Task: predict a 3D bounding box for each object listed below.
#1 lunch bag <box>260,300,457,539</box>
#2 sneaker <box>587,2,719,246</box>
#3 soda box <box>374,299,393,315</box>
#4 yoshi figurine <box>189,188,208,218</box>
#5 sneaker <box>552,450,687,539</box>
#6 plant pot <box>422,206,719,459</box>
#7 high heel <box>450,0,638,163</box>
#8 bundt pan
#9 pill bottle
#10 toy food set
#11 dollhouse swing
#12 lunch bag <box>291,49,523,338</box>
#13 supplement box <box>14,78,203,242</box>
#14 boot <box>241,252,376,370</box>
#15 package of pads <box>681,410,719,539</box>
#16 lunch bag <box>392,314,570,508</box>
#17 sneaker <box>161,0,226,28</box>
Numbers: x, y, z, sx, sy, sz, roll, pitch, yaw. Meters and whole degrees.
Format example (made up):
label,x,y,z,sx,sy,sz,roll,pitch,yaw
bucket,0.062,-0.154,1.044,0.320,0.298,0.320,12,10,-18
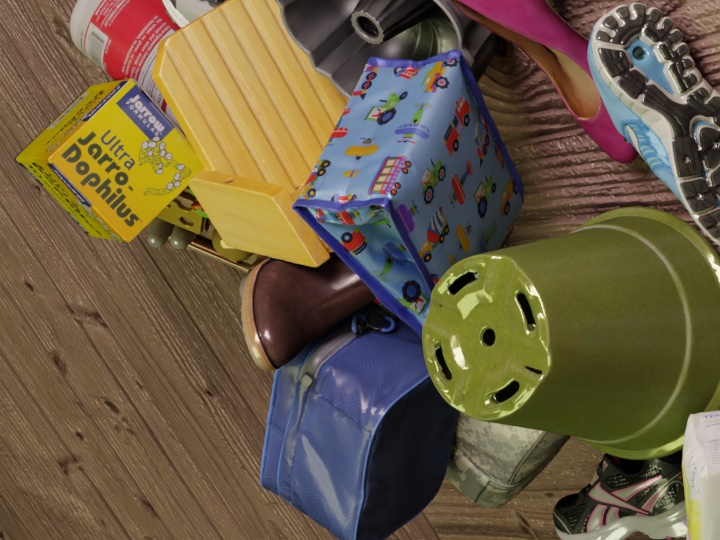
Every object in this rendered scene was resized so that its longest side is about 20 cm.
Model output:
label,x,y,z,sx,sy,sz,roll,pitch,yaw
lunch bag,-0.006,0.121,1.767,0.132,0.136,0.200,30,128,27
sneaker,0.232,-0.103,1.500,0.200,0.078,0.090,57,172,-5
soda box,0.013,-0.006,1.881,0.063,0.071,0.200,9,142,-13
yoshi figurine,-0.070,-0.083,1.980,0.200,0.112,0.112,3,169,39
sneaker,0.240,0.192,1.853,0.200,0.080,0.086,-21,95,54
plant pot,0.153,0.050,1.569,0.200,0.190,0.200,0,91,43
high heel,0.136,-0.148,1.539,0.067,0.096,0.200,-4,121,59
bundt pan,0.028,-0.212,1.635,0.202,0.076,0.202,32,149,22
pill bottle,-0.166,-0.196,1.932,0.200,0.112,0.112,41,152,19
toy food set,-0.151,-0.029,2.117,0.200,0.060,0.144,22,151,4
dollhouse swing,-0.040,-0.137,1.716,0.182,0.200,0.176,13,131,51
lunch bag,0.061,-0.046,1.598,0.094,0.151,0.200,1,143,39
supplement box,-0.236,-0.103,1.946,0.109,0.110,0.200,47,169,-14
boot,0.000,0.000,1.686,0.166,0.200,0.072,-14,117,24
package of pads,0.326,0.183,1.602,0.068,0.154,0.200,-95,-3,-46
lunch bag,0.110,0.092,1.834,0.200,0.139,0.168,44,155,13
sneaker,-0.099,-0.224,1.852,0.200,0.074,0.079,42,144,4
